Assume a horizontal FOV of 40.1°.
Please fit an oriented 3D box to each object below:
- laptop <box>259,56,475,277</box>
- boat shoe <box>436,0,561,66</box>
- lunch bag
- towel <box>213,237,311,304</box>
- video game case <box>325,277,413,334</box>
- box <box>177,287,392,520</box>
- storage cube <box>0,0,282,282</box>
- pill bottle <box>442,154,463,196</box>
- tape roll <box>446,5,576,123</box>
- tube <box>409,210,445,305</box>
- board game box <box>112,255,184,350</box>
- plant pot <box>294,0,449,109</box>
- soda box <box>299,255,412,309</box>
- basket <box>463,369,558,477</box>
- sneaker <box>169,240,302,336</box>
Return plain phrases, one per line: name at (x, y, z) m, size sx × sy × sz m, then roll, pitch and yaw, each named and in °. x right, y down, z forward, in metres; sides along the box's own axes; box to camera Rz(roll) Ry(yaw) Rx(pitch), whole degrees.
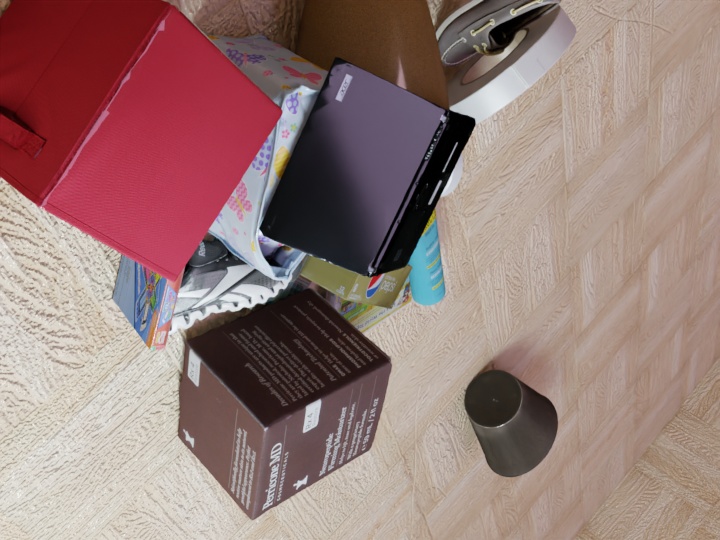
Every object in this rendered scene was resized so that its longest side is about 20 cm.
laptop at (0.014, -0.095, 0.966) m, size 0.179 × 0.103 × 0.200 m, roll -64°, pitch 166°, yaw 13°
boat shoe at (0.160, -0.295, 1.181) m, size 0.071 × 0.060 × 0.199 m, roll -7°, pitch 163°, yaw -40°
lunch bag at (-0.103, -0.114, 0.977) m, size 0.126 × 0.169 × 0.202 m, roll -7°, pitch 122°, yaw -45°
towel at (-0.101, -0.029, 1.189) m, size 0.199 × 0.022 × 0.148 m, roll 21°, pitch 100°, yaw -57°
video game case at (0.022, 0.003, 1.368) m, size 0.199 × 0.023 × 0.184 m, roll -30°, pitch 139°, yaw -44°
box at (-0.095, 0.157, 1.207) m, size 0.199 × 0.164 × 0.167 m, roll -24°, pitch 140°, yaw -37°
storage cube at (-0.206, -0.128, 0.827) m, size 0.181 × 0.170 × 0.200 m, roll -57°, pitch 147°, yaw -2°
pill bottle at (0.030, -0.122, 1.196) m, size 0.199 × 0.115 × 0.117 m, roll -17°, pitch 130°, yaw -45°
tape roll at (0.177, -0.252, 1.226) m, size 0.203 × 0.202 × 0.037 m, roll -46°, pitch 106°, yaw -16°
tube at (0.085, -0.037, 1.370) m, size 0.078 × 0.050 × 0.201 m, roll -57°, pitch 150°, yaw -35°
board game box at (-0.200, -0.034, 0.976) m, size 0.019 × 0.103 × 0.202 m, roll 0°, pitch 119°, yaw -37°
plant pot at (0.008, -0.234, 1.037) m, size 0.185 × 0.185 × 0.202 m, roll -25°, pitch 125°, yaw -40°
soda box at (0.000, 0.000, 1.196) m, size 0.065 × 0.067 × 0.200 m, roll -63°, pitch 163°, yaw 4°
basket at (0.277, 0.278, 1.861) m, size 0.181 × 0.135 × 0.200 m, roll -55°, pitch 144°, yaw -10°
sneaker at (-0.156, 0.000, 1.074) m, size 0.198 × 0.066 × 0.091 m, roll -21°, pitch 123°, yaw -17°
